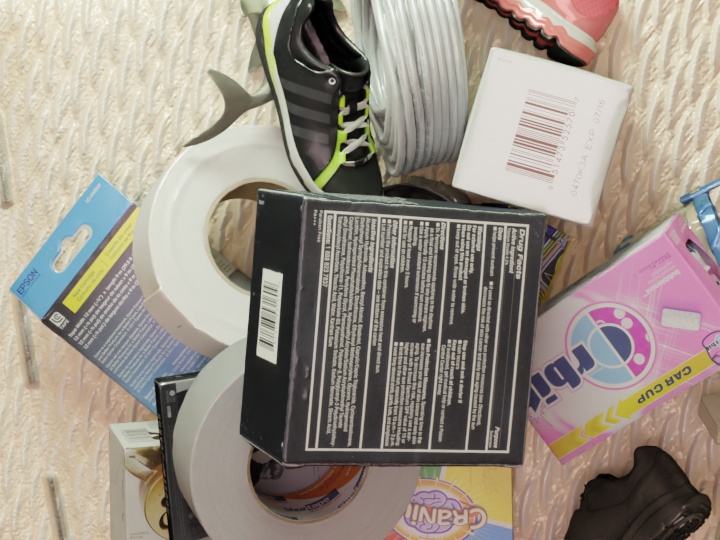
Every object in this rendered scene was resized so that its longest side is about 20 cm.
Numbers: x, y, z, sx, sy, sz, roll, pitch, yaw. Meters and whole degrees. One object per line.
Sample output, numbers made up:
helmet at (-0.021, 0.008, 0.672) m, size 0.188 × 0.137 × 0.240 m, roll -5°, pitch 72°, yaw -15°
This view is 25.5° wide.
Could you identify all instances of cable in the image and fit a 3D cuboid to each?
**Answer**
cable at (0.040, -0.181, 1.319) m, size 0.069 × 0.200 × 0.200 m, roll -9°, pitch 127°, yaw -7°

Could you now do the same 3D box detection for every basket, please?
basket at (0.322, 0.001, 1.337) m, size 0.200 × 0.139 × 0.176 m, roll -20°, pitch 97°, yaw 18°

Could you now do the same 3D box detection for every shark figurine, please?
shark figurine at (-0.088, -0.187, 1.382) m, size 0.128 × 0.215 × 0.089 m, roll 19°, pitch 144°, yaw -24°

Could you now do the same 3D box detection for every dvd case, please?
dvd case at (-0.071, 0.150, 1.362) m, size 0.200 × 0.025 × 0.150 m, roll -8°, pitch 103°, yaw -19°

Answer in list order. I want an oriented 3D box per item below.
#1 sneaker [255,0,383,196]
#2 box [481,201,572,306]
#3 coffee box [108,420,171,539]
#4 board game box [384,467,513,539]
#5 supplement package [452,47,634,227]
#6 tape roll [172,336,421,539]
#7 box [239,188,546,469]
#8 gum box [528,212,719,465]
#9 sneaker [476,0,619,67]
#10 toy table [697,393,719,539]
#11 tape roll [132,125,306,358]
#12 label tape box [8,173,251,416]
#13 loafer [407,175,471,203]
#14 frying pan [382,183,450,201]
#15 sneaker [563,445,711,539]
sneaker at (-0.025, -0.138, 1.301) m, size 0.083 × 0.072 × 0.200 m, roll -14°, pitch 103°, yaw 51°
box at (0.104, 0.045, 1.377) m, size 0.070 × 0.064 × 0.200 m, roll 26°, pitch 86°, yaw -17°
coffee box at (-0.118, 0.191, 1.410) m, size 0.200 × 0.080 × 0.113 m, roll -2°, pitch 101°, yaw -19°
board game box at (0.065, 0.206, 1.451) m, size 0.153 × 0.040 × 0.200 m, roll -1°, pitch 98°, yaw 7°
supplement package at (0.151, -0.114, 1.310) m, size 0.117 × 0.200 × 0.117 m, roll 16°, pitch 99°, yaw 4°
tape roll at (-0.052, 0.149, 1.317) m, size 0.200 × 0.066 × 0.200 m, roll -5°, pitch 105°, yaw -20°
box at (0.022, 0.044, 1.221) m, size 0.198 × 0.123 × 0.200 m, roll 4°, pitch 94°, yaw -21°
gum box at (0.213, 0.053, 1.279) m, size 0.200 × 0.066 × 0.114 m, roll -37°, pitch 91°, yaw 26°
sneaker at (0.136, -0.263, 1.367) m, size 0.200 × 0.074 × 0.087 m, roll 37°, pitch 87°, yaw -3°
toy table at (0.371, 0.165, 1.339) m, size 0.117 × 0.184 × 0.200 m, roll -4°, pitch 112°, yaw -10°
tape roll at (-0.093, -0.021, 1.373) m, size 0.202 × 0.071 × 0.203 m, roll 4°, pitch 78°, yaw -20°
label tape box at (-0.195, 0.026, 1.444) m, size 0.200 × 0.066 × 0.143 m, roll 40°, pitch 101°, yaw 1°
loafer at (0.032, 0.012, 1.415) m, size 0.070 × 0.070 × 0.200 m, roll 25°, pitch 93°, yaw 7°
frying pan at (0.014, 0.010, 1.348) m, size 0.115 × 0.031 × 0.190 m, roll 41°, pitch 79°, yaw 3°
sneaker at (0.222, 0.235, 1.425) m, size 0.200 × 0.076 × 0.091 m, roll -44°, pitch 58°, yaw 23°
